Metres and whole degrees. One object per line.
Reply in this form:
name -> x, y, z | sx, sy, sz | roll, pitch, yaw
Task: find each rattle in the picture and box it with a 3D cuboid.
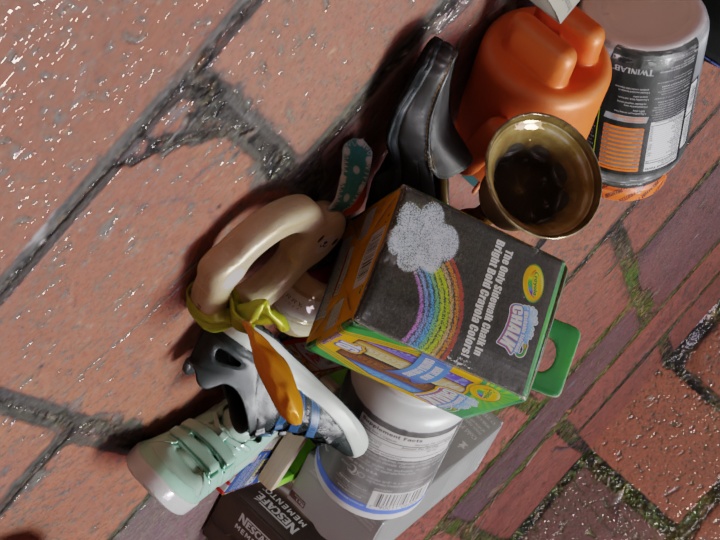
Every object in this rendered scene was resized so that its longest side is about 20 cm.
rattle -> -0.025, 0.001, 1.307 | 0.200, 0.143, 0.131 | -30, 140, -33

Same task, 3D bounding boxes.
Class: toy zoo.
toy zoo -> -0.013, 0.139, 1.649 | 0.132, 0.020, 0.200 | -58, 161, 24

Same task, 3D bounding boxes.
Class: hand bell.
hand bell -> 0.108, -0.051, 1.407 | 0.104, 0.104, 0.200 | -39, -177, -26

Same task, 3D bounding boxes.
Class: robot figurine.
robot figurine -> 0.143, -0.143, 1.437 | 0.200, 0.116, 0.144 | 106, -8, -53

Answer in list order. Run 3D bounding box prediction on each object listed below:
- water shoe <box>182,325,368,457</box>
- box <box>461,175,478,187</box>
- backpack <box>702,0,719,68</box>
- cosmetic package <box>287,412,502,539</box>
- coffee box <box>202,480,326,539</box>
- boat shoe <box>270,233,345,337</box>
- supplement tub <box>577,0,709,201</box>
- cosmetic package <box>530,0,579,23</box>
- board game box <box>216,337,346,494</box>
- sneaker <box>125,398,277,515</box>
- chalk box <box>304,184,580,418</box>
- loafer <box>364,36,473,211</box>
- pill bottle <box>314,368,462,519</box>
water shoe -> -0.074, 0.109, 1.415 | 0.079, 0.071, 0.200 | -48, 124, -6
box -> 0.173, -0.106, 1.688 | 0.082, 0.049, 0.200 | -54, 162, 13
backpack -> 0.383, -0.292, 1.615 | 0.201, 0.182, 0.134 | -67, 166, 17
cosmetic package -> 0.035, 0.189, 1.658 | 0.200, 0.107, 0.090 | -34, 158, -44
coffee box -> -0.056, 0.252, 1.785 | 0.200, 0.113, 0.080 | -27, 152, -51
boat shoe -> 0.000, 0.000, 1.459 | 0.200, 0.074, 0.069 | -25, 157, -50
supplement tub -> 0.254, -0.169, 1.580 | 0.122, 0.122, 0.201 | -38, 149, -29
cosmetic package -> 0.172, -0.294, 1.233 | 0.200, 0.087, 0.103 | -50, 163, 6
board game box -> -0.061, 0.133, 1.634 | 0.152, 0.046, 0.200 | -54, 162, 16
sneaker -> -0.124, 0.138, 1.445 | 0.118, 0.074, 0.200 | -46, 173, 12
chalk box -> 0.079, 0.038, 1.355 | 0.124, 0.199, 0.125 | -28, -142, 66
loafer -> 0.058, -0.104, 1.351 | 0.200, 0.072, 0.073 | 103, 11, -53
pill bottle -> 0.035, 0.124, 1.514 | 0.114, 0.114, 0.201 | -33, 155, -40
